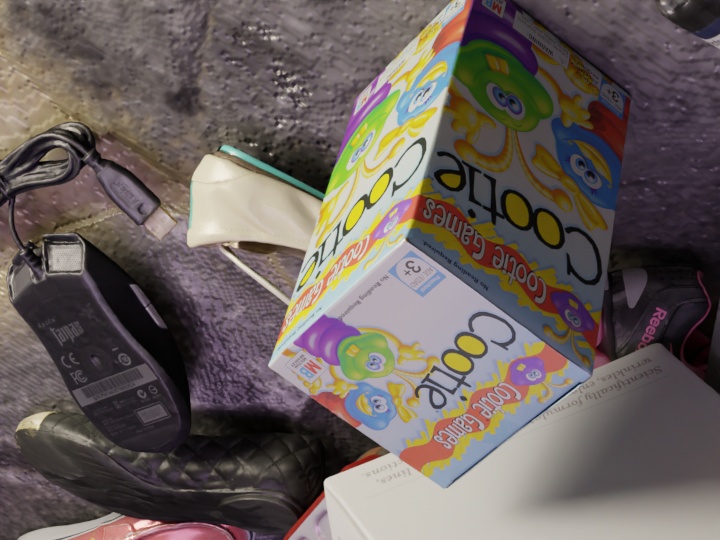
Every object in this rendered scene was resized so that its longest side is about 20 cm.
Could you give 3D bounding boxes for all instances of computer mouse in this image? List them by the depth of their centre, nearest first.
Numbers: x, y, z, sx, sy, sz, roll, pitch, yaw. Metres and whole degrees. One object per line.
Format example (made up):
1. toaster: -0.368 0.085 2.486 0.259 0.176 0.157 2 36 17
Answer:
1. computer mouse: -0.136 0.004 1.036 0.140 0.046 0.201 -27 107 37

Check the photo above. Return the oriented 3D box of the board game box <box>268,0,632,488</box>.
1. board game box: 0.046 -0.022 0.859 0.103 0.201 0.105 35 129 -16

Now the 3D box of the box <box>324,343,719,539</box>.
1. box: 0.115 0.162 0.871 0.197 0.200 0.132 -20 124 -17

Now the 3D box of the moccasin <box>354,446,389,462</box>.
1. moccasin: 0.057 0.191 1.121 0.077 0.074 0.203 12 130 44

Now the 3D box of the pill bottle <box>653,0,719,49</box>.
1. pill bottle: 0.192 -0.135 0.784 0.199 0.112 0.112 28 131 -9

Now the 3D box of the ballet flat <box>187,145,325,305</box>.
1. ballet flat: 0.000 0.000 0.976 0.198 0.070 0.070 22 132 2

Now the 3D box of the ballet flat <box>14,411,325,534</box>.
1. ballet flat: -0.116 0.116 1.130 0.198 0.057 0.067 9 139 15

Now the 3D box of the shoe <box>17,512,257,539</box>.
1. shoe: -0.154 0.199 1.173 0.199 0.091 0.072 -19 123 28

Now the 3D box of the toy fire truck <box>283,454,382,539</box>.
1. toy fire truck: 0.009 0.211 1.055 0.169 0.112 0.200 58 145 15

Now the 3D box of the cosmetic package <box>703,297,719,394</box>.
1. cosmetic package: 0.235 0.070 0.943 0.106 0.091 0.201 -10 135 -16

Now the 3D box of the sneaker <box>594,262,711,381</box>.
1. sneaker: 0.161 0.074 1.005 0.094 0.079 0.201 -12 130 4
